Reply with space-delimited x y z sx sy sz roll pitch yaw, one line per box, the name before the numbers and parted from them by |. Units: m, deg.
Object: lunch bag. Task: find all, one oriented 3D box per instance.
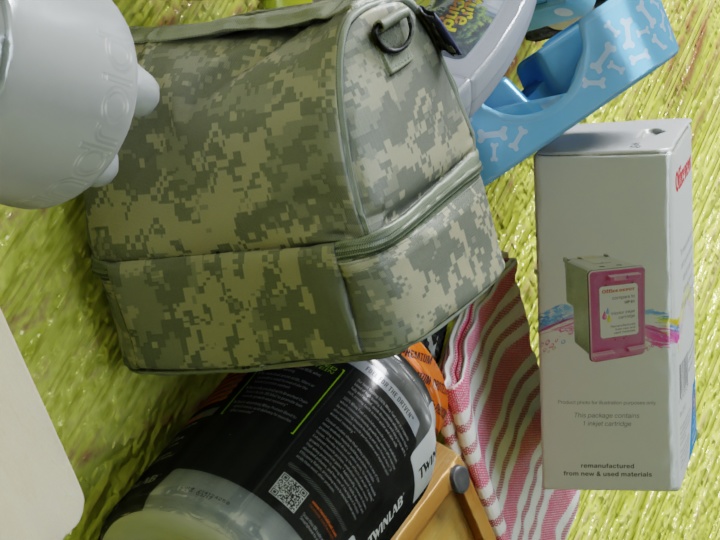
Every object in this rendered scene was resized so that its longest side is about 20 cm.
lunch bag | -0.040 -0.050 1.478 0.139 0.199 0.169 -39 118 -48

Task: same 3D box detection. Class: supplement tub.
supplement tub | -0.039 0.112 1.528 0.200 0.122 0.123 -49 125 -45

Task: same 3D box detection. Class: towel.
towel | 0.093 0.107 1.758 0.147 0.030 0.201 -68 144 -53

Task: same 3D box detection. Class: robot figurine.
robot figurine | -0.181 -0.093 1.355 0.200 0.113 0.170 13 109 -53

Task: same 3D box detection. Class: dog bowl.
dog bowl | 0.097 -0.096 1.698 0.199 0.111 0.050 -34 92 -8

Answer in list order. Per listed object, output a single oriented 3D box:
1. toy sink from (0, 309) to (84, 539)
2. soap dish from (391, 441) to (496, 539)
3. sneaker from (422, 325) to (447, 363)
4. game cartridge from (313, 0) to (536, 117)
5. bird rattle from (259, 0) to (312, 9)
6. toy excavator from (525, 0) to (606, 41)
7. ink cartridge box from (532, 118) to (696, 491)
toy sink | -0.229 0.055 1.272 0.130 0.112 0.201 -44 116 -48
soap dish | 0.011 0.201 1.625 0.200 0.081 0.158 -49 125 -44
sneaker | 0.000 0.000 1.652 0.200 0.079 0.074 69 28 -50
game cartridge | 0.027 -0.150 1.648 0.041 0.132 0.201 98 15 -50
bird rattle | -0.024 -0.220 1.558 0.201 0.112 0.163 -63 154 4
toy excavator | 0.082 -0.195 1.782 0.199 0.100 0.196 23 68 -37
ink cartridge box | 0.153 0.017 1.747 0.145 0.084 0.202 -41 131 -76
